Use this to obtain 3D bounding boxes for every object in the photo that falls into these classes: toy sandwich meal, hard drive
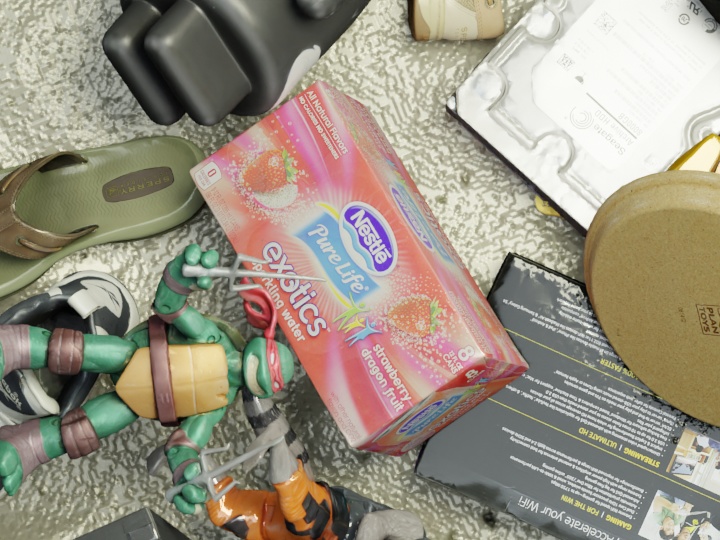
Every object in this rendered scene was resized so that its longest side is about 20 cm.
[{"bbox_3d":[0.222,0.006,1.579,0.205,0.205,0.070,39,50,3],"label":"toy sandwich meal"},{"bbox_3d":[0.167,-0.127,1.666,0.140,0.038,0.200,43,88,5],"label":"hard drive"}]

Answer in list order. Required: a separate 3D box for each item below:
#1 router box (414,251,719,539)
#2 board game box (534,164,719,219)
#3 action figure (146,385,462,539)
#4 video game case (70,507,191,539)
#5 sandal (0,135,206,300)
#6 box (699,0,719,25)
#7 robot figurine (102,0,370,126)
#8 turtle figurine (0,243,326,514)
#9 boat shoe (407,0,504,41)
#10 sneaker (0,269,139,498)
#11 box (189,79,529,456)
[{"bbox_3d":[0.151,0.095,1.678,0.200,0.051,0.150,24,92,3],"label":"router box"},{"bbox_3d":[0.212,-0.065,1.692,0.199,0.030,0.096,10,89,5],"label":"board game box"},{"bbox_3d":[-0.004,0.146,1.636,0.193,0.200,0.105,39,51,-27],"label":"action figure"},{"bbox_3d":[-0.181,0.200,1.620,0.180,0.200,0.026,-24,73,2],"label":"video game case"},{"bbox_3d":[-0.191,-0.041,1.687,0.200,0.057,0.080,-21,73,0],"label":"sandal"},{"bbox_3d":[0.314,-0.186,1.608,0.200,0.086,0.164,-52,124,-7],"label":"box"},{"bbox_3d":[-0.064,-0.175,1.636,0.150,0.125,0.200,32,62,17],"label":"robot figurine"},{"bbox_3d":[-0.111,0.064,1.569,0.199,0.101,0.150,-8,89,0],"label":"turtle figurine"},{"bbox_3d":[0.061,-0.241,1.684,0.064,0.071,0.201,0,99,-2],"label":"boat shoe"},{"bbox_3d":[-0.218,0.079,1.657,0.199,0.130,0.080,-40,86,1],"label":"sneaker"},{"bbox_3d":[0.000,0.000,1.638,0.102,0.095,0.200,-34,74,12],"label":"box"}]
